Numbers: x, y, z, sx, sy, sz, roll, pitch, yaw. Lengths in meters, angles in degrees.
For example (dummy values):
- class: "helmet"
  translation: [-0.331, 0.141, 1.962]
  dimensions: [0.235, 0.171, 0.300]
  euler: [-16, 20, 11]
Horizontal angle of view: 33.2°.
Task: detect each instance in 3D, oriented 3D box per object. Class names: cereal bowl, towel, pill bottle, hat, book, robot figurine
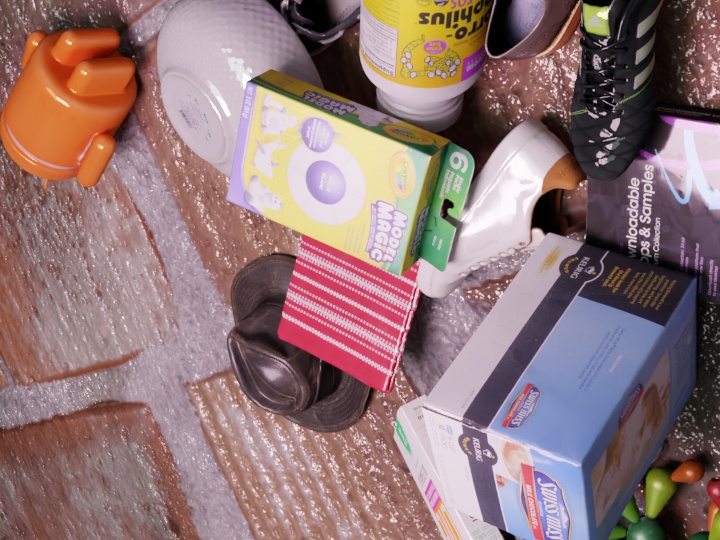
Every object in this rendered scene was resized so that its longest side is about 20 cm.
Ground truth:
- class: "cereal bowl"
  translation: [-0.122, -0.159, 1.109]
  dimensions: [0.200, 0.083, 0.200]
  euler: [36, 147, 27]
- class: "towel"
  translation: [0.000, 0.000, 1.127]
  dimensions: [0.144, 0.022, 0.200]
  euler: [25, 107, 31]
- class: "pill bottle"
  translation: [0.052, -0.204, 0.944]
  dimensions: [0.104, 0.104, 0.200]
  euler: [33, 147, 24]
- class: "hat"
  translation: [-0.086, 0.090, 1.237]
  dimensions: [0.200, 0.081, 0.201]
  euler: [20, 122, 34]
- class: "book"
  translation: [0.092, 0.211, 1.033]
  dimensions: [0.200, 0.048, 0.134]
  euler: [62, 172, 16]
- class: "robot figurine"
  translation: [-0.313, -0.176, 1.283]
  dimensions: [0.144, 0.117, 0.200]
  euler: [34, 134, -12]

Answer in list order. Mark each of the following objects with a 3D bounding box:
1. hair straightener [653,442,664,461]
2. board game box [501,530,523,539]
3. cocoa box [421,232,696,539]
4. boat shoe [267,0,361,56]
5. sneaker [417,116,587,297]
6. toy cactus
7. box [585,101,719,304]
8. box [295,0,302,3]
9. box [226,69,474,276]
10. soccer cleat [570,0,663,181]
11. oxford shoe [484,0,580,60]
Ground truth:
- class: "hair straightener"
  translation: [0.175, 0.140, 1.078]
  dimensions: [0.200, 0.041, 0.077]
  euler: [11, 138, 31]
- class: "board game box"
  translation: [0.137, 0.237, 1.076]
  dimensions: [0.200, 0.026, 0.200]
  euler: [61, 173, 0]
- class: "cocoa box"
  translation: [0.160, 0.094, 0.923]
  dimensions: [0.131, 0.200, 0.134]
  euler: [19, 142, 31]
- class: "boat shoe"
  translation: [-0.035, -0.231, 1.053]
  dimensions: [0.200, 0.060, 0.074]
  euler: [-12, 102, 43]
- class: "sneaker"
  translation: [0.117, -0.029, 1.011]
  dimensions: [0.085, 0.073, 0.200]
  euler: [44, 133, 13]
- class: "toy cactus"
  translation: [0.255, 0.247, 1.020]
  dimensions: [0.200, 0.102, 0.165]
  euler: [-27, 103, 39]
- class: "box"
  translation: [0.263, -0.047, 0.904]
  dimensions: [0.200, 0.036, 0.143]
  euler: [16, 119, 37]
- class: "box"
  translation: [-0.045, -0.330, 0.947]
  dimensions: [0.137, 0.039, 0.200]
  euler: [32, 117, -18]
- class: "box"
  translation: [-0.010, -0.076, 1.000]
  dimensions: [0.200, 0.048, 0.118]
  euler: [22, 121, 16]
- class: "soccer cleat"
  translation: [0.180, -0.162, 0.863]
  dimensions: [0.067, 0.081, 0.201]
  euler: [21, 109, 35]
- class: "oxford shoe"
  translation: [0.148, -0.239, 0.884]
  dimensions: [0.071, 0.073, 0.200]
  euler: [36, 129, 23]
